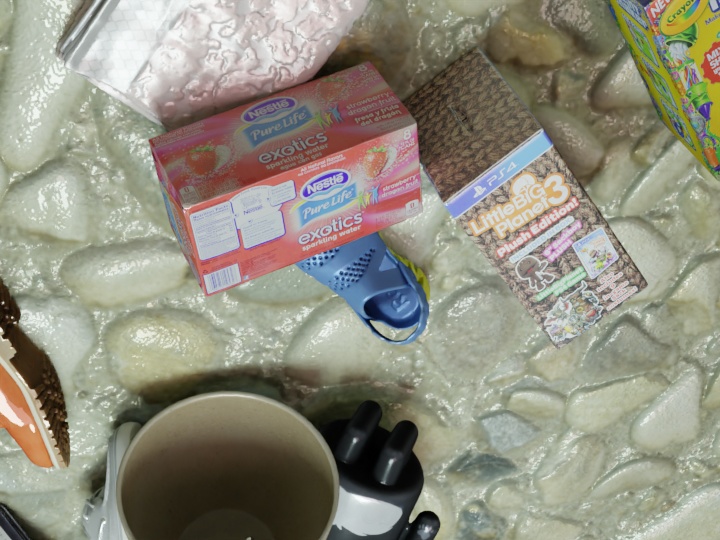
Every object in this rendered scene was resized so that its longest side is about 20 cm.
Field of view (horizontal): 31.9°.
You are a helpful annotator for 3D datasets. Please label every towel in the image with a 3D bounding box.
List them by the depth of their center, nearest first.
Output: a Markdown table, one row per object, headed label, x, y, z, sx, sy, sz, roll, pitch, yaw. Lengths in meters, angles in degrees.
| label | x | y | z | sx | sy | sz | roll | pitch | yaw |
| --- | --- | --- | --- | --- | --- | --- | --- | --- | --- |
| towel | -0.111 | -0.196 | 0.993 | 0.190 | 0.032 | 0.200 | 27 | 113 | -30 |

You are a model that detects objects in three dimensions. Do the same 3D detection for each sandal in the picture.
| label | x | y | z | sx | sy | sz | roll | pitch | yaw |
| --- | --- | --- | --- | --- | --- | --- | --- | --- | --- |
| sandal | 0.000 | 0.000 | 1.125 | 0.079 | 0.087 | 0.199 | -44 | 122 | 17 |

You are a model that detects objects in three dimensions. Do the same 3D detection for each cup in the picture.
| label | x | y | z | sx | sy | sz | roll | pitch | yaw |
| --- | --- | --- | --- | --- | --- | --- | --- | --- | --- |
| cup | -0.124 | 0.236 | 1.171 | 0.198 | 0.202 | 0.144 | -6 | 140 | -13 |

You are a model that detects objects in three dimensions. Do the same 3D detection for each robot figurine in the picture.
| label | x | y | z | sx | sy | sz | roll | pitch | yaw |
| --- | --- | --- | --- | --- | --- | --- | --- | --- | --- |
| robot figurine | -0.010 | 0.229 | 1.256 | 0.124 | 0.150 | 0.201 | 1 | 124 | -37 |

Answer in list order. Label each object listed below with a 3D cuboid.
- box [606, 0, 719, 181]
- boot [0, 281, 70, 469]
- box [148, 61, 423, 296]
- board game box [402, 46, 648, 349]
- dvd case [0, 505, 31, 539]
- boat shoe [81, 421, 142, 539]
| label | x | y | z | sx | sy | sz | roll | pitch | yaw |
| --- | --- | --- | --- | --- | --- | --- | --- | --- | --- |
| box | 0.328 | -0.221 | 1.051 | 0.199 | 0.122 | 0.193 | -32 | 125 | 6 |
| boot | -0.329 | 0.104 | 1.112 | 0.106 | 0.075 | 0.201 | -22 | 118 | 3 |
| box | -0.058 | -0.076 | 1.017 | 0.198 | 0.095 | 0.103 | -22 | 139 | -13 |
| board game box | 0.135 | -0.061 | 1.077 | 0.096 | 0.160 | 0.200 | -36 | 126 | 8 |
| dvd case | -0.378 | 0.348 | 1.245 | 0.200 | 0.016 | 0.149 | -39 | 92 | 12 |
| boat shoe | -0.234 | 0.245 | 1.211 | 0.068 | 0.072 | 0.202 | 0 | 105 | 10 |
